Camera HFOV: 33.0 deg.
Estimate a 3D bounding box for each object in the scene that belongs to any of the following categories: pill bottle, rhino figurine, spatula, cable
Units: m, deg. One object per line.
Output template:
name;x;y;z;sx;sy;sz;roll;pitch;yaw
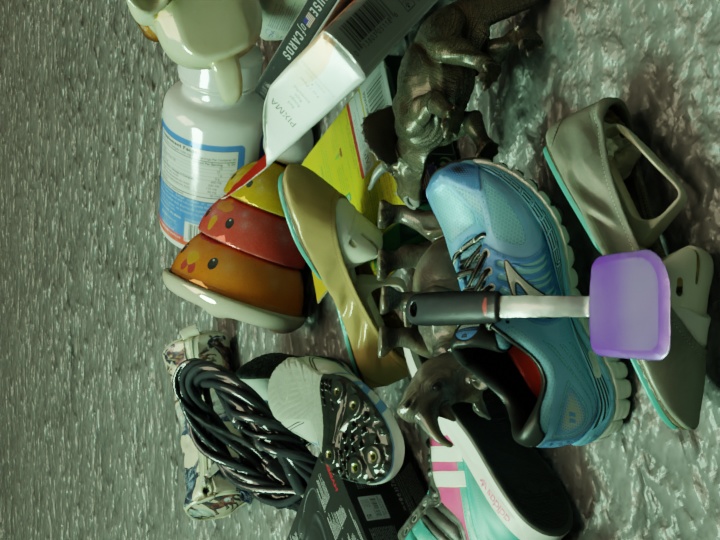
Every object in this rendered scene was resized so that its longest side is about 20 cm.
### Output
pill bottle;-0.145;-0.127;1.220;0.113;0.110;0.203;-125;36;-48
rhino figurine;0.055;0.034;0.832;0.060;0.086;0.202;93;177;-48
spatula;0.095;0.020;0.690;0.198;0.020;0.058;-2;85;46
cable;-0.106;0.158;1.127;0.200;0.051;0.164;44;157;12

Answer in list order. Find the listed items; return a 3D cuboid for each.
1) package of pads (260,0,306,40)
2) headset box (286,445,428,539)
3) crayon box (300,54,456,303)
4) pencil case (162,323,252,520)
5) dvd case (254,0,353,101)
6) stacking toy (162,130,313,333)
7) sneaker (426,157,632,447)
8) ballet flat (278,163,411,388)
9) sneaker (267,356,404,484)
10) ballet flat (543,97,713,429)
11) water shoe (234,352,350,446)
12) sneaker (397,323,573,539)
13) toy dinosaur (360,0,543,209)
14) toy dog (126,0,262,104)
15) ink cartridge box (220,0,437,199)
package of pads;-0.063;-0.323;1.089;0.154;0.067;0.204;142;124;-75
headset box;-0.002;0.258;1.005;0.150;0.074;0.202;62;143;43
crayon box;0.009;-0.069;1.000;0.200;0.050;0.129;-43;53;55
pencil case;-0.168;0.166;1.333;0.090;0.076;0.203;100;160;-68
dvd case;-0.002;-0.228;0.941;0.025;0.151;0.200;40;145;-2
stacking toy;-0.095;-0.054;1.163;0.146;0.144;0.203;22;94;61
sneaker;0.091;0.018;0.759;0.202;0.089;0.079;63;145;19
ballet flat;0.000;0.000;0.940;0.069;0.062;0.202;-72;-36;-54
sneaker;-0.009;0.110;0.926;0.199;0.071;0.073;24;102;64
ballet flat;0.162;-0.012;0.686;0.063;0.067;0.203;-32;61;25
water shoe;-0.050;0.126;1.132;0.199;0.071;0.080;10;127;62
sneaker;0.066;0.142;0.866;0.122;0.082;0.201;-59;41;32
toy dinosaur;0.059;-0.134;0.816;0.102;0.076;0.203;32;105;43
toy dog;-0.145;-0.255;1.089;0.196;0.138;0.200;60;174;-18
ink cartridge box;-0.030;-0.154;0.938;0.050;0.163;0.199;48;136;-11
